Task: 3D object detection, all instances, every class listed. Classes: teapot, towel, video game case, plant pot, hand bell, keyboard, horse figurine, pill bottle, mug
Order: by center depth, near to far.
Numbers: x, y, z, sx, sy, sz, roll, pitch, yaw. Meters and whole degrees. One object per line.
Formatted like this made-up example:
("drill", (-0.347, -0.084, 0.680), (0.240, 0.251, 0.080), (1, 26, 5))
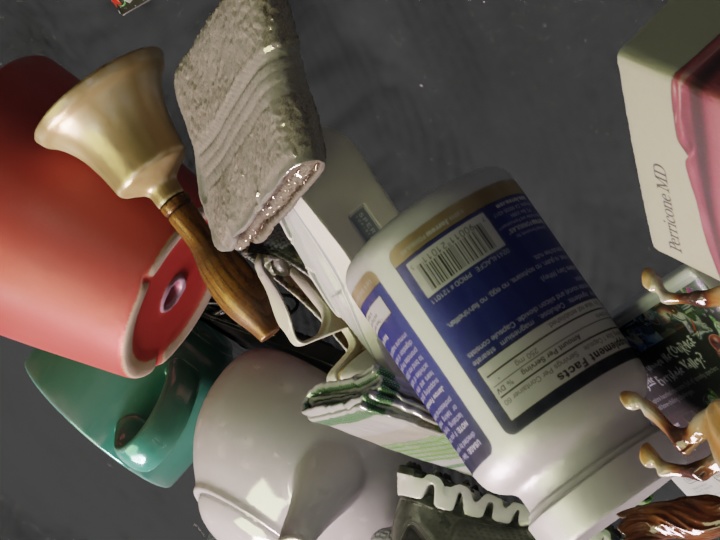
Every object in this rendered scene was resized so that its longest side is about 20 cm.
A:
("horse figurine", (0.186, 0.049, 1.137), (0.050, 0.202, 0.132), (10, -177, -37))
("pill bottle", (0.089, 0.053, 1.283), (0.201, 0.115, 0.116), (56, 159, 11))
("video game case", (0.212, 0.084, 1.289), (0.182, 0.023, 0.200), (47, 158, 0))
("towel", (-0.072, -0.095, 1.404), (0.200, 0.034, 0.134), (135, 122, -66))
("towel", (0.073, 0.107, 1.448), (0.199, 0.031, 0.149), (20, 169, -14))
("hand bell", (-0.118, -0.037, 1.515), (0.201, 0.104, 0.104), (54, 158, 8))
("plant pot", (-0.200, -0.025, 1.630), (0.176, 0.201, 0.201), (29, 153, 15))
("teapot", (-0.053, 0.162, 1.676), (0.197, 0.147, 0.200), (25, 162, 33))
("keyboard", (-0.052, 0.043, 1.683), (0.199, 0.040, 0.104), (17, 166, 48))
("mug", (-0.158, 0.084, 1.768), (0.185, 0.115, 0.152), (43, -176, 35))

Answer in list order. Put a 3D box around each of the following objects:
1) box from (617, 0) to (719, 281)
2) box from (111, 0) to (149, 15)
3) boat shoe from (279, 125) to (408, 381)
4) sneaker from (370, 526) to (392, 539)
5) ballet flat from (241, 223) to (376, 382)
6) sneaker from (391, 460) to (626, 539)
("box", (0.221, -0.045, 0.952), (0.199, 0.109, 0.128), (28, 151, 36))
("box", (-0.136, -0.234, 1.354), (0.137, 0.040, 0.200), (53, 156, -12))
("boat shoe", (0.000, 0.000, 1.457), (0.200, 0.072, 0.068), (53, 159, -15))
("sneaker", (0.093, 0.248, 1.568), (0.198, 0.116, 0.075), (10, 162, 12))
("ballet flat", (-0.010, 0.041, 1.544), (0.201, 0.072, 0.072), (50, 157, -7))
("sneaker", (0.106, 0.196, 1.511), (0.198, 0.091, 0.066), (16, 174, 17))
